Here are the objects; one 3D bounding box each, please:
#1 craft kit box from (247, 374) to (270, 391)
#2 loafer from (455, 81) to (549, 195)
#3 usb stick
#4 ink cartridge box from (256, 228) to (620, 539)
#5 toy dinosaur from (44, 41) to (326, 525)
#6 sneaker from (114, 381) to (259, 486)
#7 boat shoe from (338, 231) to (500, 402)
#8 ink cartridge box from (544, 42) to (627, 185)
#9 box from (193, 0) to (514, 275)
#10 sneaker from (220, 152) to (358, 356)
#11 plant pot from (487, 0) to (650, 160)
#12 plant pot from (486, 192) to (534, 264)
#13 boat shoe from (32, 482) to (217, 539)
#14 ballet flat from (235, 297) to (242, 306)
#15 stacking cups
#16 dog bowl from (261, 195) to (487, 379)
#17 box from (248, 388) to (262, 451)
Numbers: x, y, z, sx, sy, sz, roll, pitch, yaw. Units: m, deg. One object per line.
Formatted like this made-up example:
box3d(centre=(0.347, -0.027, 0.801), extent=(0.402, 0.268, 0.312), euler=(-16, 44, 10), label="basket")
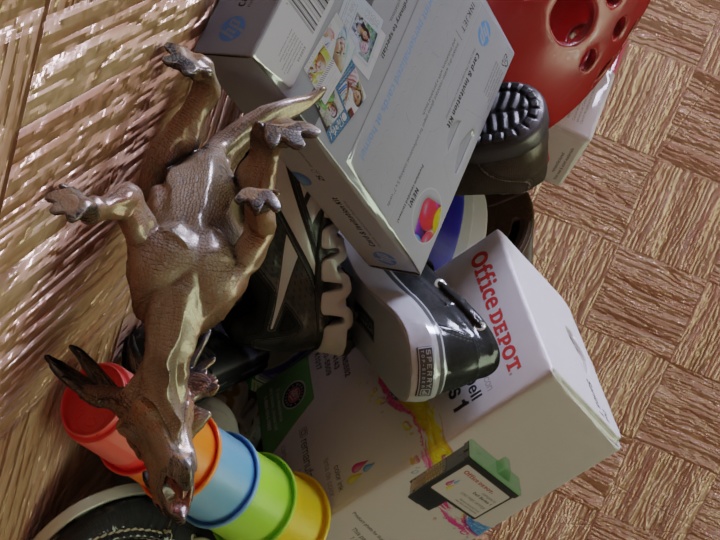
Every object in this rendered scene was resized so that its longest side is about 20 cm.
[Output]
box3d(centre=(-0.057, 0.044, 1.258), extent=(0.201, 0.048, 0.199), euler=(103, 13, -61), label="craft kit box")
box3d(centre=(0.029, -0.066, 0.875), extent=(0.071, 0.198, 0.073), euler=(59, 43, -42), label="loafer")
box3d(centre=(-0.093, 0.049, 0.818), extent=(0.033, 0.055, 0.200), euler=(-57, 176, 4), label="usb stick")
box3d(centre=(0.041, 0.090, 0.856), extent=(0.199, 0.084, 0.145), euler=(-34, -146, 15), label="ink cartridge box")
box3d(centre=(-0.077, -0.006, 0.608), extent=(0.136, 0.085, 0.201), euler=(107, 3, -46), label="toy dinosaur")
box3d(centre=(-0.103, 0.099, 0.880), extent=(0.200, 0.073, 0.116), euler=(118, -6, -55), label="sneaker")
box3d(centre=(0.021, 0.016, 0.832), extent=(0.200, 0.056, 0.069), euler=(-125, -147, -57), label="boat shoe")
box3d(centre=(0.109, -0.182, 1.157), extent=(0.085, 0.198, 0.147), euler=(115, 0, -63), label="ink cartridge box")
box3d(centre=(0.007, -0.116, 0.736), extent=(0.200, 0.041, 0.157), euler=(48, 59, -49), label="box")
box3d(centre=(-0.051, -0.042, 0.792), extent=(0.066, 0.089, 0.202), euler=(-140, -135, -67), label="sneaker")
box3d(centre=(0.081, -0.177, 0.966), extent=(0.184, 0.199, 0.200), euler=(-59, 175, 0), label="plant pot")
box3d(centre=(0.072, 0.003, 1.235), extent=(0.199, 0.198, 0.201), euler=(90, 21, -57), label="plant pot")
box3d(centre=(-0.110, 0.168, 0.773), extent=(0.074, 0.061, 0.200), euler=(-39, 154, 4), label="boat shoe")
box3d(centre=(-0.053, -0.029, 0.952), extent=(0.200, 0.046, 0.068), euler=(-61, 172, -57), label="ballet flat")
box3d(centre=(-0.084, 0.107, 0.721), extent=(0.200, 0.060, 0.061), euler=(43, 67, -55), label="stacking cups")
box3d(centre=(0.000, 0.000, 1.004), extent=(0.200, 0.078, 0.201), euler=(-47, -155, 30), label="dog bowl")
box3d(centre=(-0.101, 0.152, 1.076), extent=(0.200, 0.074, 0.101), euler=(99, 15, -76), label="box")
